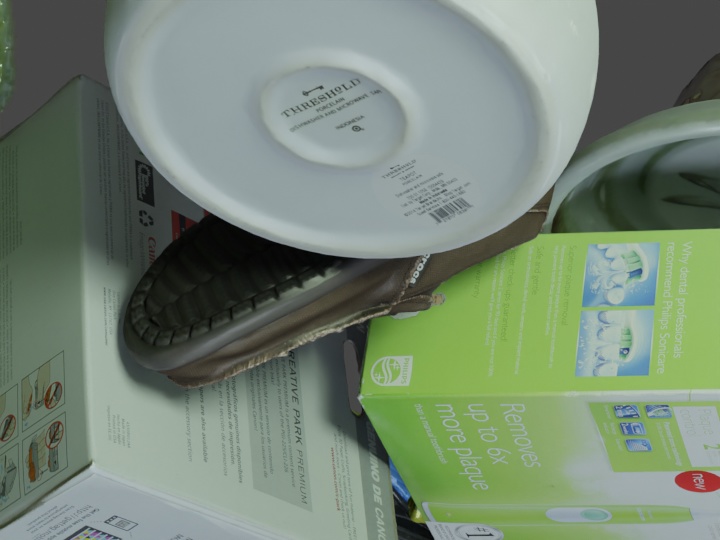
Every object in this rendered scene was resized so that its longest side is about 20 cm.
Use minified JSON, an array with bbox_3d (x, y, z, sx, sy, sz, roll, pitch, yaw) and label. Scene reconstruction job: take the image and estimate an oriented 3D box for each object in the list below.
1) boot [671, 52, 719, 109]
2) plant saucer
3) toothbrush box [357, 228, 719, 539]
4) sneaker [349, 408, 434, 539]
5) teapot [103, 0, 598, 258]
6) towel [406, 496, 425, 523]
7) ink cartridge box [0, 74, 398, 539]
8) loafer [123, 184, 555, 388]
[{"bbox_3d":[0.201,-0.023,1.234,0.199,0.064,0.186,14,141,-23],"label":"boot"},{"bbox_3d":[0.174,-0.025,1.138,0.199,0.050,0.200,6,150,4],"label":"plant saucer"},{"bbox_3d":[0.115,0.054,1.154,0.199,0.086,0.146,-2,148,16],"label":"toothbrush box"},{"bbox_3d":[0.029,0.158,1.391,0.083,0.071,0.200,-44,105,5],"label":"sneaker"},{"bbox_3d":[0.005,-0.112,0.989,0.199,0.146,0.198,9,142,5],"label":"teapot"},{"bbox_3d":[0.092,0.049,1.304,0.086,0.018,0.200,5,125,-25],"label":"towel"},{"bbox_3d":[-0.078,0.043,1.150,0.175,0.200,0.084,26,135,-37],"label":"ink cartridge box"},{"bbox_3d":[0.000,0.000,1.074,0.200,0.073,0.071,-26,129,-7],"label":"loafer"}]
